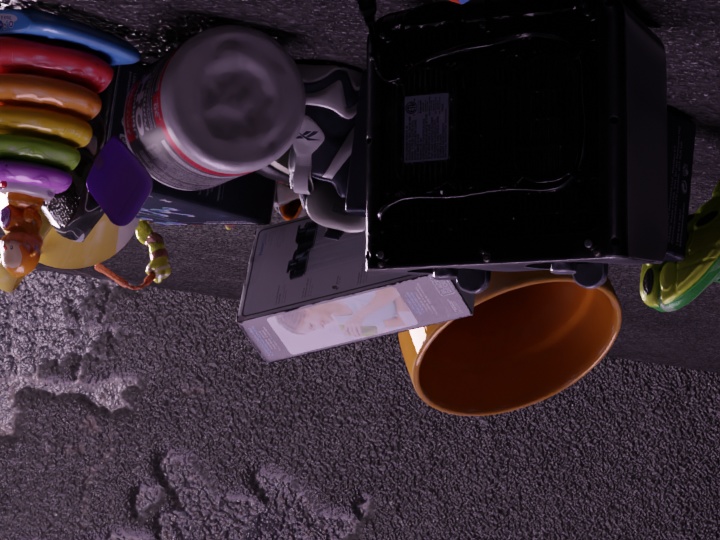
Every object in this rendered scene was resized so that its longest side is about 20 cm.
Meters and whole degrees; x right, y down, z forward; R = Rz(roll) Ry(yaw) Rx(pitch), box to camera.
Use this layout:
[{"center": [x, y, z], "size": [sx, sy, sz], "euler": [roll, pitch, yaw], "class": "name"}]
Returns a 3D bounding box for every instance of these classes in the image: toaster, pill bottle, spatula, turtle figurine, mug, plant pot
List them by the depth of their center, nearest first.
[{"center": [0.098, -0.089, 1.305], "size": [0.180, 0.201, 0.119], "euler": [-4, 172, 24], "class": "toaster"}, {"center": [-0.122, -0.120, 1.568], "size": [0.110, 0.111, 0.200], "euler": [10, 173, -18], "class": "pill bottle"}, {"center": [-0.212, -0.112, 1.611], "size": [0.021, 0.057, 0.200], "euler": [13, -146, -36], "class": "spatula"}, {"center": [0.116, 0.002, 1.862], "size": [0.200, 0.184, 0.200], "euler": [-13, 144, -10], "class": "plant pot"}, {"center": [-0.269, -0.073, 1.920], "size": [0.149, 0.187, 0.153], "euler": [4, 167, -15], "class": "mug"}, {"center": [-0.211, -0.079, 2.054], "size": [0.161, 0.200, 0.064], "euler": [-12, 149, -29], "class": "turtle figurine"}]

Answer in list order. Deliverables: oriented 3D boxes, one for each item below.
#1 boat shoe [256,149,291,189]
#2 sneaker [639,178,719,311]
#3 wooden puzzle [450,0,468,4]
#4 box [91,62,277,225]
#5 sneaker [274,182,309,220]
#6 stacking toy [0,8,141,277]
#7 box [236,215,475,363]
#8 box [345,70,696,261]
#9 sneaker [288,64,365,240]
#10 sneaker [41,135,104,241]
[{"center": [-0.048, -0.094, 1.721], "size": [0.063, 0.074, 0.201], "euler": [-30, 170, 23], "class": "boat shoe"}, {"center": [0.303, -0.019, 1.645], "size": [0.074, 0.084, 0.200], "euler": [-4, -152, 49], "class": "sneaker"}, {"center": [0.020, -0.185, 1.108], "size": [0.199, 0.046, 0.185], "euler": [10, 173, -17], "class": "wooden puzzle"}, {"center": [-0.191, -0.109, 1.774], "size": [0.148, 0.107, 0.200], "euler": [1, 171, 44], "class": "box"}, {"center": [-0.052, -0.081, 1.970], "size": [0.074, 0.080, 0.200], "euler": [3, 173, 25], "class": "sneaker"}, {"center": [-0.254, -0.094, 1.562], "size": [0.116, 0.201, 0.110], "euler": [3, 172, 44], "class": "stacking toy"}, {"center": [0.000, 0.000, 1.736], "size": [0.199, 0.117, 0.060], "euler": [-15, 132, 22], "class": "box"}, {"center": [0.127, -0.081, 1.570], "size": [0.196, 0.118, 0.200], "euler": [2, 172, 37], "class": "box"}, {"center": [0.000, -0.083, 1.652], "size": [0.079, 0.130, 0.199], "euler": [7, 173, 25], "class": "sneaker"}, {"center": [-0.275, -0.102, 1.651], "size": [0.086, 0.080, 0.200], "euler": [10, -147, -45], "class": "sneaker"}]
